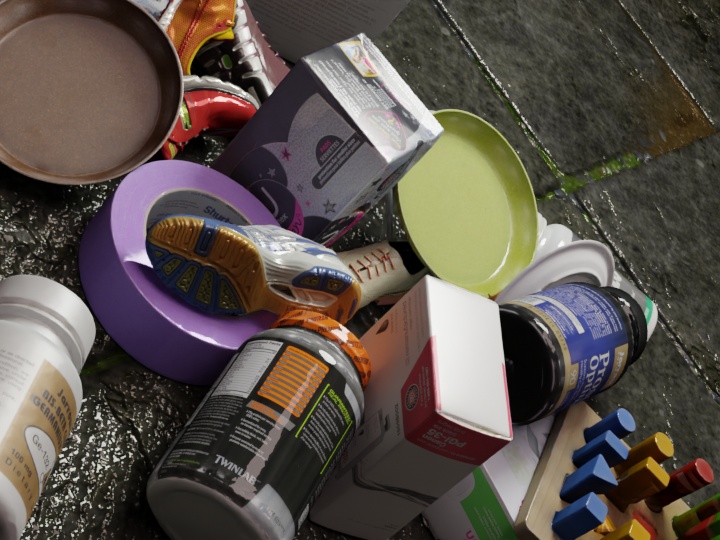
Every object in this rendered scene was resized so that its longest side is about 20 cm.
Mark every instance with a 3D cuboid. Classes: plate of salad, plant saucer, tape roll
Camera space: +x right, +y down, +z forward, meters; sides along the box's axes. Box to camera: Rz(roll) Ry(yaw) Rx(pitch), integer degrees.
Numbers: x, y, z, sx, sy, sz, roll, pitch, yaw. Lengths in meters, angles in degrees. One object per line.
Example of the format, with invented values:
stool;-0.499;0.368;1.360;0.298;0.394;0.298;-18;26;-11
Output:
plate of salad;0.181;0.045;1.395;0.199;0.201;0.048;-2;37;-45
plant saucer;-0.260;-0.164;1.216;0.198;0.035;0.202;5;69;-12
tape roll;-0.150;0.000;1.213;0.199;0.066;0.201;25;43;-26
plant saucer;0.105;-0.066;1.397;0.199;0.031;0.202;13;69;-37

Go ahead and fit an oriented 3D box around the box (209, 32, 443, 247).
box;-0.041;-0.106;1.298;0.132;0.200;0.115;50;39;5

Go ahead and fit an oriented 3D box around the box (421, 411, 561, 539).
box;0.142;0.201;1.294;0.176;0.097;0.201;-7;64;-49

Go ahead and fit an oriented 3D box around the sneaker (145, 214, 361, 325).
sneaker;-0.098;-0.006;1.174;0.199;0.076;0.088;21;21;-26

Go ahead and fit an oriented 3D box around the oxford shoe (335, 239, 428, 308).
oxford shoe;0.000;0.000;1.348;0.199;0.074;0.071;-18;71;-50

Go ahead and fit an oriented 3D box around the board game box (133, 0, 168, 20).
board game box;-0.279;-0.294;1.378;0.200;0.026;0.200;49;38;2

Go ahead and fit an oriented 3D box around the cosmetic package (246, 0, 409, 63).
cosmetic package;-0.040;-0.358;1.521;0.164;0.200;0.166;22;44;-28

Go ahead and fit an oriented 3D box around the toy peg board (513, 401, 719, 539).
toy peg board;0.264;0.223;1.239;0.199;0.098;0.200;45;36;-7

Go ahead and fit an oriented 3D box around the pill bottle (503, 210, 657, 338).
pill bottle;0.226;0.021;1.516;0.200;0.113;0.113;39;38;-10

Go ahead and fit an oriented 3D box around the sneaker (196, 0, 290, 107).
sneaker;-0.124;-0.236;1.433;0.115;0.075;0.201;-13;83;-66

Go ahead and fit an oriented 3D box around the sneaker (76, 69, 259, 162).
sneaker;-0.186;-0.136;1.301;0.199;0.077;0.085;-2;64;-33

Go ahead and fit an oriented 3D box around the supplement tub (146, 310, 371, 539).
supplement tub;-0.075;0.134;1.093;0.122;0.122;0.200;41;50;-8

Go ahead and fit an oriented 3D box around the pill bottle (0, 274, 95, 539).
pill bottle;-0.265;0.101;0.973;0.114;0.114;0.201;34;39;-16

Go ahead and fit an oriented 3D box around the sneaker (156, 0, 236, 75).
sneaker;-0.149;-0.273;1.347;0.077;0.201;0.073;28;0;-13

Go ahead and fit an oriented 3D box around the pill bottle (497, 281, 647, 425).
pill bottle;0.190;0.072;1.282;0.199;0.112;0.112;-13;67;-49

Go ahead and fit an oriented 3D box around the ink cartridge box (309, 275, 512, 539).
ink cartridge box;0.037;0.125;1.173;0.082;0.200;0.147;21;44;-26

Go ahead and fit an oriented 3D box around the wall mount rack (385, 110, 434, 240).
wall mount rack;0.046;-0.110;1.496;0.199;0.075;0.174;-9;60;-47
